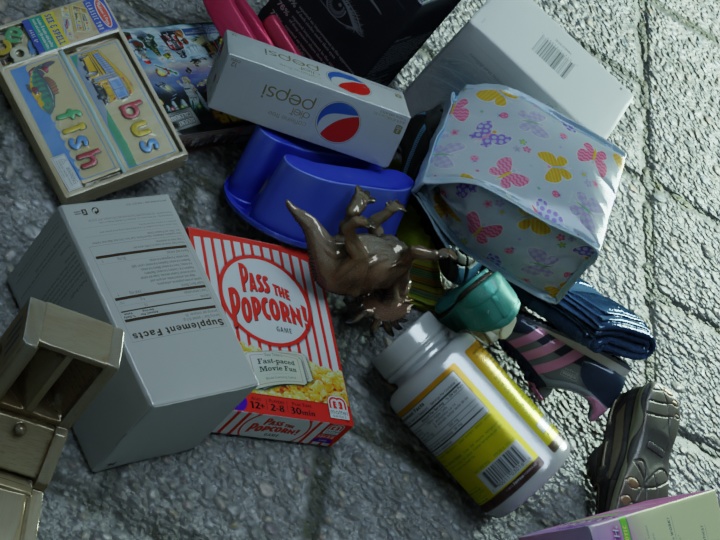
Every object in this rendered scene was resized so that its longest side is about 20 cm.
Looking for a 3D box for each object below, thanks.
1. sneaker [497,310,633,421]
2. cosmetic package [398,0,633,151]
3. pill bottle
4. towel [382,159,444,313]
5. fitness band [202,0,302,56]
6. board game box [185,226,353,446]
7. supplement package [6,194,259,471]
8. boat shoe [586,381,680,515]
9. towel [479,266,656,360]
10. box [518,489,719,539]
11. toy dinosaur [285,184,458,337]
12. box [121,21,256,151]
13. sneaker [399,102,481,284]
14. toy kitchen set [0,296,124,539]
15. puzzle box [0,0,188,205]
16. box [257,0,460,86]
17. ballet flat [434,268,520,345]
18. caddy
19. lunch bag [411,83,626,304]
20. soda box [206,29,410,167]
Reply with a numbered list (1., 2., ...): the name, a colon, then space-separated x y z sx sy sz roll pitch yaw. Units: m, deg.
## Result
1. sneaker: 0.188 0.094 1.718 0.199 0.082 0.070 26 5 8
2. cosmetic package: 0.161 -0.180 1.814 0.199 0.200 0.123 42 43 -3
3. pill bottle: 0.106 0.139 1.578 0.200 0.109 0.109 48 41 3
4. towel: 0.047 -0.045 1.751 0.086 0.018 0.201 17 48 -29
5. fitness band: -0.102 -0.232 1.718 0.200 0.037 0.144 57 16 9
6. board game box: -0.097 0.064 1.520 0.151 0.046 0.201 10 51 -34
7. supplement package: -0.200 0.052 1.388 0.119 0.121 0.201 -9 64 -43
8. boat shoe: 0.283 0.215 1.693 0.074 0.073 0.201 37 61 -28
9. towel: 0.227 0.031 1.735 0.111 0.049 0.200 13 16 -42
10. box: 0.269 0.320 1.539 0.199 0.097 0.177 -6 81 -43
11. toy dinosaur: 0.000 0.000 1.572 0.199 0.136 0.086 17 29 -35
12. box: -0.190 -0.190 1.657 0.200 0.040 0.137 -15 69 -45
13. sneaker: 0.087 -0.078 1.751 0.073 0.082 0.201 13 66 -54
14. toy kitchen set: -0.298 0.143 1.192 0.163 0.180 0.201 21 47 -23
15. puzzle box: -0.268 -0.167 1.548 0.133 0.025 0.200 -23 72 -24
16. box: 0.001 -0.297 1.777 0.148 0.200 0.104 53 40 9
17. ballet flat: 0.120 0.044 1.612 0.067 0.200 0.071 -37 89 -7
18. caddy: -0.044 -0.077 1.640 0.199 0.105 0.141 6 30 -36
19. lunch bag: 0.160 -0.089 1.676 0.199 0.127 0.170 29 46 -9
20. soda box: -0.053 -0.173 1.615 0.199 0.064 0.068 17 26 -16
